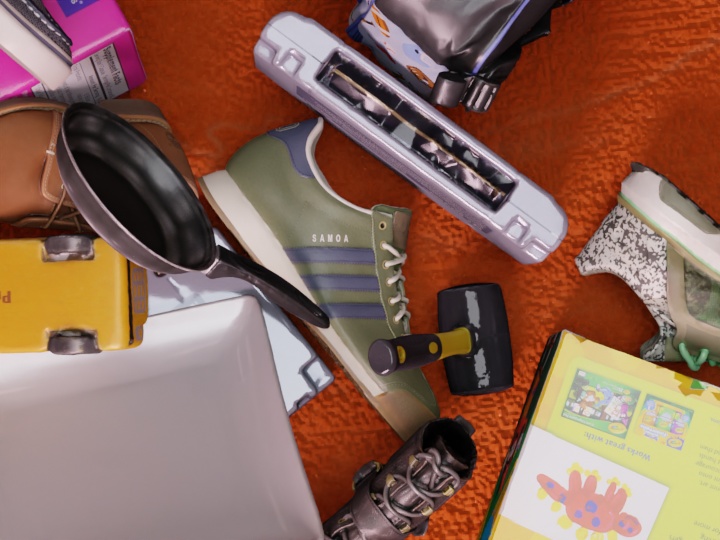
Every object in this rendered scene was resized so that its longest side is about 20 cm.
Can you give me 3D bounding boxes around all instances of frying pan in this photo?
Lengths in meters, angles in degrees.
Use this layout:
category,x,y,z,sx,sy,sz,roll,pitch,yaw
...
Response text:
category,x,y,z,sx,sy,sz,roll,pitch,yaw
frying pan,-0.100,-0.030,1.478,0.031,0.190,0.115,-39,53,19

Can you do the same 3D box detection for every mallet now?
category,x,y,z,sx,sy,sz,roll,pitch,yaw
mallet,0.043,0.052,1.495,0.041,0.200,0.066,-9,96,19

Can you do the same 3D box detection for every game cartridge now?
category,x,y,z,sx,sy,sz,roll,pitch,yaw
game cartridge,-0.132,0.073,1.556,0.200,0.040,0.133,-38,93,-6
game cartridge,0.028,-0.074,1.527,0.200,0.133,0.041,37,85,-1

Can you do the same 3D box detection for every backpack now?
category,x,y,z,sx,sy,sz,roll,pitch,yaw
backpack,0.063,-0.179,1.510,0.154,0.191,0.200,43,79,6

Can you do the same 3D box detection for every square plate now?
category,x,y,z,sx,sy,sz,roll,pitch,yaw
square plate,-0.134,0.107,1.473,0.200,0.028,0.198,-13,43,-5

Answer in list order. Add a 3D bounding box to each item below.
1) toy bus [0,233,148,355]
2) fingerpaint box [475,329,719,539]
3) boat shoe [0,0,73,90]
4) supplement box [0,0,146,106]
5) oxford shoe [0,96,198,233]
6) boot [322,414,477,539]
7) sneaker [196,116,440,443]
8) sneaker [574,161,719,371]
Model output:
category,x,y,z,sx,sy,sz,roll,pitch,yaw
toy bus,-0.212,0.015,1.500,0.200,0.078,0.065,-2,90,16
fingerpaint box,0.177,0.147,1.553,0.200,0.073,0.167,20,84,-2
boat shoe,-0.201,-0.194,1.449,0.093,0.075,0.200,-43,77,-1
supplement box,-0.233,-0.115,1.523,0.200,0.103,0.101,-29,78,-7
oxford shoe,-0.170,-0.050,1.491,0.200,0.071,0.071,-10,53,-41
boot,-0.014,0.153,1.466,0.174,0.200,0.069,-43,94,19
sneaker,0.000,0.000,1.553,0.090,0.067,0.200,-39,88,-3
sneaker,0.205,0.032,1.572,0.200,0.077,0.089,45,97,5
